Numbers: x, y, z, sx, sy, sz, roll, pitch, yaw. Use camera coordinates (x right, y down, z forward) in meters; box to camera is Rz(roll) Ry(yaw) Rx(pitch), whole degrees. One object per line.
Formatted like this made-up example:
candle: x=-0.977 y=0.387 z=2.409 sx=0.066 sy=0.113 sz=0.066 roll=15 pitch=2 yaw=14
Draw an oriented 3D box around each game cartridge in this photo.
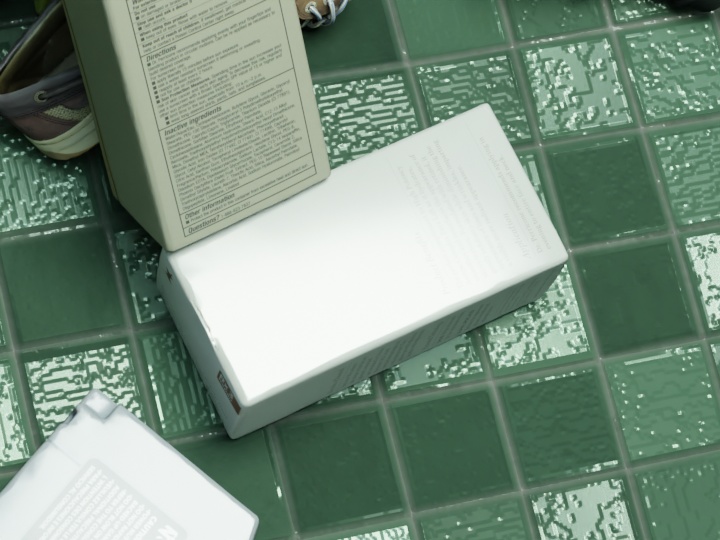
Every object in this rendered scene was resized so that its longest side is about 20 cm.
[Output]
game cartridge: x=-0.149 y=0.174 z=1.519 sx=0.133 sy=0.040 sz=0.200 roll=38 pitch=69 yaw=8

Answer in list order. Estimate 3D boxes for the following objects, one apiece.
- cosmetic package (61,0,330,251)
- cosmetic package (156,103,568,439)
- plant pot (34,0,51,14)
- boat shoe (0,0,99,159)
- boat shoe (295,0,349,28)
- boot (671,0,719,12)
cosmetic package: x=-0.089 y=-0.122 z=1.509 sx=0.103 sy=0.201 sz=0.073 roll=-25 pitch=38 yaw=-19
cosmetic package: x=0.000 y=0.000 z=1.586 sx=0.199 sy=0.074 sz=0.102 roll=-23 pitch=76 yaw=-15
plant pot: x=-0.220 y=-0.245 z=1.571 sx=0.181 sy=0.199 sz=0.201 roll=-2 pitch=71 yaw=-18
boat shoe: x=-0.117 y=-0.144 z=1.572 sx=0.200 sy=0.065 sz=0.072 roll=-44 pitch=54 yaw=11
boat shoe: x=-0.035 y=-0.171 z=1.638 sx=0.072 sy=0.072 sz=0.201 roll=32 pitch=77 yaw=-14
boot: x=0.146 y=-0.249 z=1.672 sx=0.162 sy=0.073 sz=0.199 roll=18 pitch=73 yaw=-27
